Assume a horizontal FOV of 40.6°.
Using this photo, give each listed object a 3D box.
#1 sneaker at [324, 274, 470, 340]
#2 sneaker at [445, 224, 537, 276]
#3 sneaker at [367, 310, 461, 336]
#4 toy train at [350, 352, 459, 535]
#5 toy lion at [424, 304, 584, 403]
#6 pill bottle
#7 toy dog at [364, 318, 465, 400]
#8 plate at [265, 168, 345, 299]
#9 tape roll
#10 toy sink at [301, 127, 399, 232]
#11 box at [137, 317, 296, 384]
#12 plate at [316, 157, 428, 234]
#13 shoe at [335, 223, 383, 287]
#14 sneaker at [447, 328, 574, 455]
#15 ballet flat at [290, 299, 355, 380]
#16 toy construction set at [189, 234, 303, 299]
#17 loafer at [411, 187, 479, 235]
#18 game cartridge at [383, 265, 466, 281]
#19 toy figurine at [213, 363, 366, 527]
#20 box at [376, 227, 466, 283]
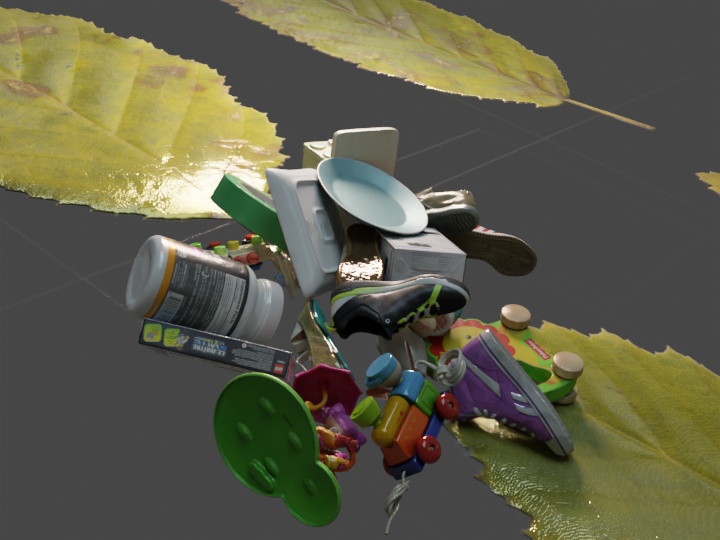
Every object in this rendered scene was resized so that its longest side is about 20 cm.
[{"bbox_3d":[0.051,0.062,1.321,0.198,0.072,0.083,-5,54,6],"label":"sneaker"},{"bbox_3d":[0.212,-0.051,1.732,0.198,0.072,0.113,16,14,-20],"label":"sneaker"},{"bbox_3d":[0.060,0.056,1.481,0.198,0.072,0.080,9,18,27],"label":"sneaker"},{"bbox_3d":[0.033,0.202,1.181,0.116,0.084,0.201,43,47,-13],"label":"toy train"},{"bbox_3d":[0.198,0.134,1.436,0.190,0.069,0.200,-16,40,-28],"label":"toy lion"},{"bbox_3d":[-0.214,0.034,1.350,0.199,0.117,0.117,19,24,-29],"label":"pill bottle"},{"bbox_3d":[0.053,0.121,1.351,0.096,0.133,0.200,24,14,-24],"label":"toy dog"},{"bbox_3d":[-0.067,-0.065,1.496,0.032,0.202,0.200,-17,0,20],"label":"plate"},{"bbox_3d":[-0.148,-0.086,1.586,0.199,0.048,0.200,33,4,-3],"label":"tape roll"},{"bbox_3d":[-0.026,-0.166,1.701,0.129,0.202,0.112,-9,30,-31],"label":"toy sink"},{"bbox_3d":[-0.186,0.109,1.293,0.198,0.035,0.110,13,-11,1],"label":"box"},{"bbox_3d":[0.016,-0.113,1.559,0.198,0.026,0.201,22,30,-13],"label":"plate"},{"bbox_3d":[0.000,0.000,1.465,0.069,0.054,0.201,7,33,0],"label":"shoe"},{"bbox_3d":[0.196,0.191,1.333,0.201,0.114,0.073,50,7,10],"label":"sneaker"},{"bbox_3d":[-0.065,0.108,1.380,0.070,0.071,0.200,0,30,-19],"label":"ballet flat"},{"bbox_3d":[-0.179,-0.008,1.495,0.198,0.093,0.131,4,6,-29],"label":"toy construction set"},{"bbox_3d":[0.108,-0.095,1.651,0.198,0.076,0.070,-3,47,20],"label":"loafer"},{"bbox_3d":[0.087,0.017,1.608,0.132,0.041,0.200,24,32,26],"label":"game cartridge"},{"bbox_3d":[-0.051,0.192,1.196,0.200,0.150,0.184,47,30,13],"label":"toy figurine"},{"bbox_3d":[0.082,-0.023,1.521,0.115,0.061,0.200,4,13,-10],"label":"box"}]
